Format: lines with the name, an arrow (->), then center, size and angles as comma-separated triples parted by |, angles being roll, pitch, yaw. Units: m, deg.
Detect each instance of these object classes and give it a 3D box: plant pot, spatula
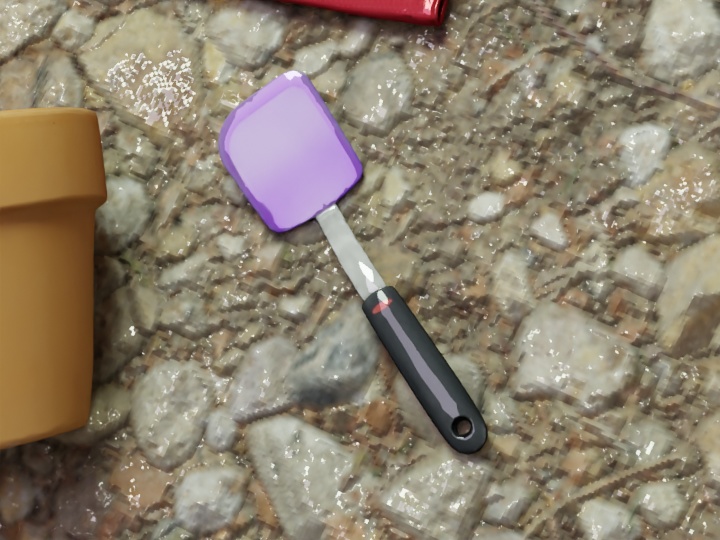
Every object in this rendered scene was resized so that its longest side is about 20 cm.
plant pot -> -0.202, 0.016, 0.934 | 0.199, 0.200, 0.141 | -12, 91, 15
spatula -> 0.000, 0.000, 0.951 | 0.056, 0.021, 0.200 | -34, 69, 5

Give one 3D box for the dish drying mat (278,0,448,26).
dish drying mat -> -0.043, -0.168, 1.010 | 0.199, 0.018, 0.077 | 13, 80, 21
